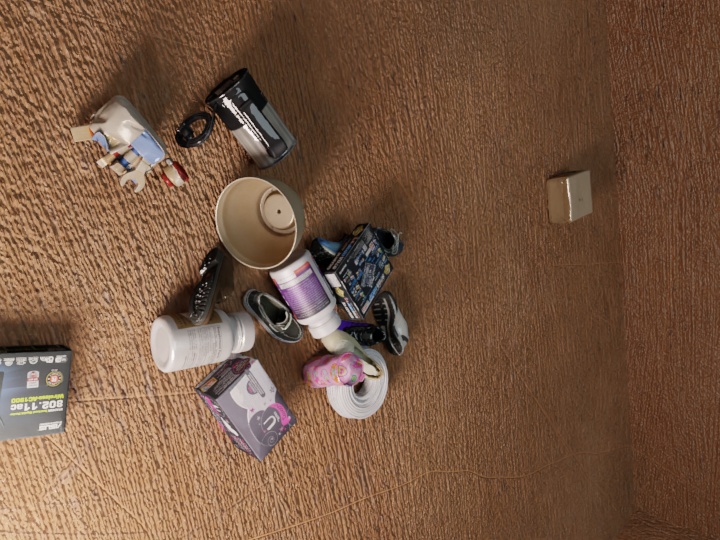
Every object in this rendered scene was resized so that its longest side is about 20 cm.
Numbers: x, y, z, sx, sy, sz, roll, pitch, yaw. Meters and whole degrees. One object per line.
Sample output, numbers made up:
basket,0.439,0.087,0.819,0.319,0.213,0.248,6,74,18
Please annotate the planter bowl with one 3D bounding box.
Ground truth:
planter bowl,-0.205,-0.120,1.229,0.135,0.197,0.203,-44,125,-63

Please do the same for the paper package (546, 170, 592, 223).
paper package,0.871,-0.310,2.274,0.198,0.103,0.194,-20,107,-40

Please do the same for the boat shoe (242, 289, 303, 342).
boat shoe,-0.200,0.118,1.316,0.200,0.070,0.073,43,65,-38

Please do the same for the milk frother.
milk frother,-0.270,-0.295,1.193,0.198,0.181,0.189,-31,123,11

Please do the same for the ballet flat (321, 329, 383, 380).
ballet flat,-0.017,0.222,1.417,0.199,0.069,0.070,38,67,-17

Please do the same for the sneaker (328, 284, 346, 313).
sneaker,-0.040,0.072,1.461,0.198,0.080,0.088,10,91,-41

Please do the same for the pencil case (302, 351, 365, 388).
pencil case,-0.069,0.252,1.365,0.086,0.199,0.089,8,75,-32

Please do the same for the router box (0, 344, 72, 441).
router box,-0.613,0.211,0.939,0.198,0.062,0.152,4,92,-43

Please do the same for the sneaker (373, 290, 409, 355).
sneaker,0.094,0.146,1.610,0.080,0.073,0.203,-43,126,-49

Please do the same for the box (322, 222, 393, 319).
box,0.000,0.000,1.413,0.160,0.046,0.201,59,45,-30

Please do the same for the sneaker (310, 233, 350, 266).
sneaker,-0.059,-0.055,1.449,0.199,0.078,0.091,21,66,-49

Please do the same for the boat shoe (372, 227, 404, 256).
boat shoe,0.076,-0.084,1.556,0.199,0.061,0.076,23,68,-52

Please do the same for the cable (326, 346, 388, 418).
cable,-0.008,0.310,1.516,0.198,0.069,0.203,19,81,-43

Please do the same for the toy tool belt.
toy tool belt,-0.441,-0.221,1.048,0.122,0.125,0.201,-36,118,0

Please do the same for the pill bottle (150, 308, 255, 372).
pill bottle,-0.332,0.142,1.165,0.198,0.113,0.116,-5,97,-43

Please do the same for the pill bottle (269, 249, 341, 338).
pill bottle,-0.128,0.061,1.335,0.111,0.111,0.202,-40,110,-33

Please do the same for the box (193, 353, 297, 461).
box,-0.257,0.308,1.249,0.132,0.114,0.202,-43,121,-31

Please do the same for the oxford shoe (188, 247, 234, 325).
oxford shoe,-0.304,0.043,1.156,0.084,0.072,0.202,46,33,-32

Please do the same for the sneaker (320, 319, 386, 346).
sneaker,-0.011,0.171,1.478,0.198,0.099,0.071,2,92,-40
